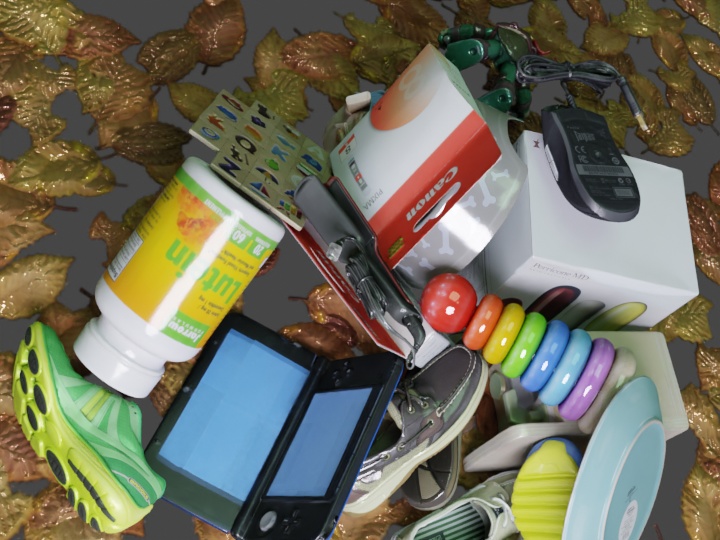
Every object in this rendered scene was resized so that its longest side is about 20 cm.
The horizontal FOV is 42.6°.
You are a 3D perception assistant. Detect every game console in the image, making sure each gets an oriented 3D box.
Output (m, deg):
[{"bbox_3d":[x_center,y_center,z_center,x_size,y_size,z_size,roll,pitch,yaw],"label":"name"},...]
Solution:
[{"bbox_3d":[-0.081,0.135,0.845,0.118,0.169,0.202,44,54,-26],"label":"game console"}]

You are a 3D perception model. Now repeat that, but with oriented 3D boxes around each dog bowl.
[{"bbox_3d":[0.083,-0.083,0.924,0.058,0.199,0.202,32,56,-20],"label":"dog bowl"}]

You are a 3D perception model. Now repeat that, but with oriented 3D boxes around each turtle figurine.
[{"bbox_3d":[0.162,-0.253,1.114,0.149,0.101,0.200,40,29,-1],"label":"turtle figurine"}]

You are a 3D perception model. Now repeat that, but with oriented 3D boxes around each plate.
[{"bbox_3d":[0.231,0.193,0.811,0.025,0.202,0.200,16,49,34],"label":"plate"}]

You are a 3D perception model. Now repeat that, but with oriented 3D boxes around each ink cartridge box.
[{"bbox_3d":[0.043,-0.109,0.881,0.050,0.162,0.201,35,23,-25],"label":"ink cartridge box"},{"bbox_3d":[0.000,0.000,0.896,0.043,0.173,0.201,-40,68,4],"label":"ink cartridge box"}]

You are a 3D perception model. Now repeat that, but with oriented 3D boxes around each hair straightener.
[{"bbox_3d":[-0.007,-0.001,0.804,0.076,0.041,0.202,2,54,-53],"label":"hair straightener"}]

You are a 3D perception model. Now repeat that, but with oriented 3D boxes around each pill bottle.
[{"bbox_3d":[-0.167,0.010,0.831,0.110,0.111,0.201,37,93,1],"label":"pill bottle"}]

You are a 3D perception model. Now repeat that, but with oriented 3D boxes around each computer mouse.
[{"bbox_3d":[0.231,-0.124,0.904,0.138,0.046,0.202,-5,61,-28],"label":"computer mouse"}]

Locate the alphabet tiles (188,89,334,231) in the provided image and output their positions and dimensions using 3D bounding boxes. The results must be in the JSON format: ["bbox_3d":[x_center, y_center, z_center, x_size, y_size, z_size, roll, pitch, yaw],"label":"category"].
[{"bbox_3d":[-0.083,-0.108,0.905,0.165,0.006,0.201,35,25,-11],"label":"alphabet tiles"}]

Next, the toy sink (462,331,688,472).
[{"bbox_3d":[0.205,0.131,0.945,0.196,0.131,0.114,1,64,-19],"label":"toy sink"}]

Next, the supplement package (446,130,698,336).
[{"bbox_3d":[0.214,-0.013,0.980,0.188,0.200,0.149,11,60,-14],"label":"supplement package"}]

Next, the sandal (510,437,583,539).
[{"bbox_3d":[0.197,0.241,0.885,0.078,0.203,0.087,6,30,31],"label":"sandal"}]

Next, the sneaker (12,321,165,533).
[{"bbox_3d":[-0.242,0.135,0.816,0.083,0.074,0.201,-15,66,-52],"label":"sneaker"}]

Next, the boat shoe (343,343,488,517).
[{"bbox_3d":[0.041,0.142,0.870,0.200,0.073,0.065,-48,128,-11],"label":"boat shoe"}]

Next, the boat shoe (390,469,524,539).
[{"bbox_3d":[0.119,0.245,0.892,0.198,0.062,0.073,-19,72,-28],"label":"boat shoe"}]

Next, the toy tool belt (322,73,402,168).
[{"bbox_3d":[0.060,-0.157,1.040,0.197,0.123,0.127,-1,65,-22],"label":"toy tool belt"}]

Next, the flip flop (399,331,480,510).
[{"bbox_3d":[0.085,0.150,0.928,0.058,0.080,0.202,47,40,-38],"label":"flip flop"}]

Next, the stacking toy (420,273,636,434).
[{"bbox_3d":[0.146,0.063,0.841,0.198,0.086,0.086,31,57,6],"label":"stacking toy"}]
